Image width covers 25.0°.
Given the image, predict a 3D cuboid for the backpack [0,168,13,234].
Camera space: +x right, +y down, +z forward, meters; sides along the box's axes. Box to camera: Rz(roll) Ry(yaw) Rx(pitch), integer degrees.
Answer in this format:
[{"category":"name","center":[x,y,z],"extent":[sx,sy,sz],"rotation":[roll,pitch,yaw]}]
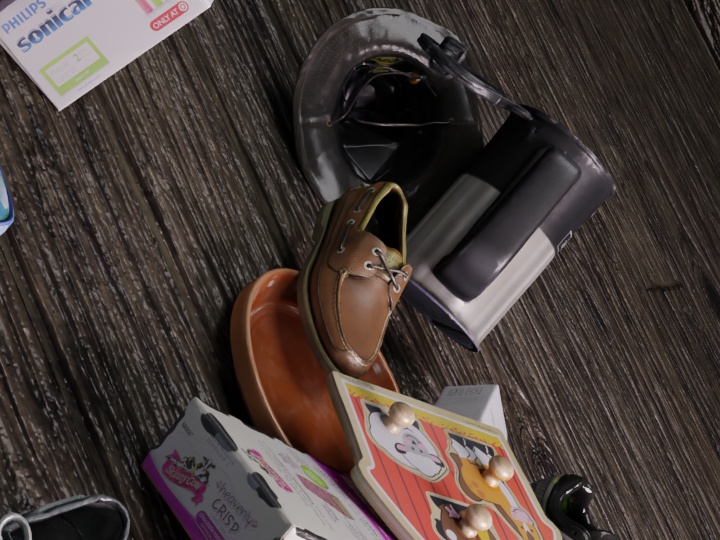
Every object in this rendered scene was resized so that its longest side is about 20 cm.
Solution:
[{"category":"backpack","center":[-0.267,-0.063,0.839],"extent":[0.163,0.153,0.201],"rotation":[18,61,-64]}]

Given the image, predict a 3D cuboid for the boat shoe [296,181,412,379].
[{"category":"boat shoe","center":[0.000,0.000,1.246],"extent":[0.072,0.068,0.200],"rotation":[45,29,-33]}]

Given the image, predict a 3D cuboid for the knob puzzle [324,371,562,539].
[{"category":"knob puzzle","center":[0.076,0.157,1.112],"extent":[0.219,0.030,0.220],"rotation":[34,24,-18]}]

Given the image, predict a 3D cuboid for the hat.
[{"category":"hat","center":[0.013,-0.132,1.449],"extent":[0.201,0.201,0.081],"rotation":[51,-16,-19]}]

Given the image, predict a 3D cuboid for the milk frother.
[{"category":"milk frother","center":[0.083,-0.071,1.381],"extent":[0.200,0.188,0.181],"rotation":[39,-8,16]}]

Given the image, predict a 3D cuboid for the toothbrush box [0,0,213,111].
[{"category":"toothbrush box","center":[-0.163,-0.223,1.164],"extent":[0.086,0.145,0.200],"rotation":[51,26,-20]}]

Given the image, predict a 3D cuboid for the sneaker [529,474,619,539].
[{"category":"sneaker","center":[0.178,0.255,1.356],"extent":[0.074,0.087,0.201],"rotation":[32,38,-45]}]

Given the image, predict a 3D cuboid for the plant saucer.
[{"category":"plant saucer","center":[-0.031,0.094,1.208],"extent":[0.200,0.032,0.201],"rotation":[43,31,-34]}]

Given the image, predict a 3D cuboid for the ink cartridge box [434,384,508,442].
[{"category":"ink cartridge box","center":[0.072,0.179,1.242],"extent":[0.200,0.050,0.109],"rotation":[-54,136,-63]}]

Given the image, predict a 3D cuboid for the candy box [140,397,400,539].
[{"category":"candy box","center":[-0.030,0.172,1.035],"extent":[0.200,0.061,0.136],"rotation":[34,7,-43]}]

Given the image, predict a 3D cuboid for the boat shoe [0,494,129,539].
[{"category":"boat shoe","center":[-0.182,0.162,0.816],"extent":[0.074,0.068,0.199],"rotation":[63,26,6]}]
